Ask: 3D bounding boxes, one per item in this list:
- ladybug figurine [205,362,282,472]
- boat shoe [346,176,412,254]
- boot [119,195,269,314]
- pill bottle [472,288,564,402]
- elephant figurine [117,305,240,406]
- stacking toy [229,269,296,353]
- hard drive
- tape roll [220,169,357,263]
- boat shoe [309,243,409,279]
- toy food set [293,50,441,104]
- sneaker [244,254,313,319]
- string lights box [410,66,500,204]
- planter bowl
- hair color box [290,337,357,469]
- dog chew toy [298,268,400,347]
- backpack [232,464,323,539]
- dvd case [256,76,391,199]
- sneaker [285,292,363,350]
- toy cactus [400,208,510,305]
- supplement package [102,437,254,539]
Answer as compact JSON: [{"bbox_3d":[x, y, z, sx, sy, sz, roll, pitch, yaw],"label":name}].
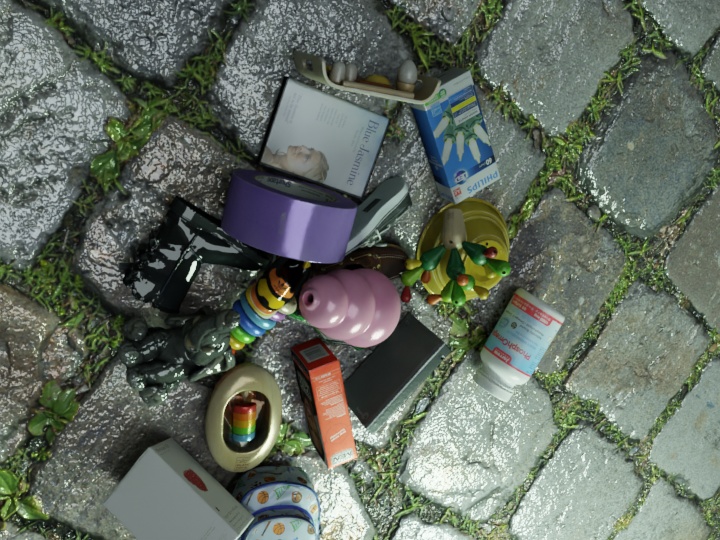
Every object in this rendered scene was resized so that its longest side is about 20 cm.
[{"bbox_3d":[-0.203,0.248,1.309,0.133,0.072,0.204,3,106,-25],"label":"ladybug figurine"},{"bbox_3d":[0.013,-0.072,1.291,0.200,0.073,0.069,-47,130,-25],"label":"boat shoe"},{"bbox_3d":[-0.260,-0.005,1.197,0.197,0.073,0.164,32,96,-31],"label":"boot"},{"bbox_3d":[0.301,0.146,1.481,0.108,0.109,0.202,27,95,-29],"label":"pill bottle"},{"bbox_3d":[-0.251,0.115,1.162,0.197,0.156,0.143,-22,122,2],"label":"elephant figurine"},{"bbox_3d":[-0.198,0.093,1.248,0.200,0.086,0.085,-42,120,13],"label":"stacking toy"},{"bbox_3d":[0.057,0.181,1.365,0.200,0.139,0.033,-47,120,-2],"label":"hard drive"},{"bbox_3d":[-0.108,-0.084,1.162,0.196,0.200,0.087,10,103,-26],"label":"tape roll"},{"bbox_3d":[0.000,0.000,1.314,0.196,0.070,0.072,-6,121,-23],"label":"boat shoe"},{"bbox_3d":[0.007,-0.305,1.169,0.196,0.143,0.062,5,107,-25],"label":"toy food set"},{"bbox_3d":[-0.100,-0.004,1.181,0.089,0.201,0.070,-34,103,33],"label":"sneaker"},{"bbox_3d":[0.161,-0.230,1.313,0.102,0.059,0.203,-30,118,-13],"label":"string lights box"},{"bbox_3d":[0.207,-0.023,1.394,0.196,0.083,0.205,-8,112,-21],"label":"planter bowl"},{"bbox_3d":[-0.064,0.234,1.351,0.060,0.101,0.204,-18,114,-18],"label":"hair color box"},{"bbox_3d":[-0.022,0.053,1.192,0.199,0.124,0.126,13,104,-55],"label":"dog chew toy"},{"bbox_3d":[-0.154,0.452,1.367,0.196,0.154,0.195,-1,98,-21],"label":"backpack"},{"bbox_3d":[-0.057,-0.211,1.245,0.197,0.018,0.145,16,100,-28],"label":"dvd case"},{"bbox_3d":[-0.061,0.092,1.318,0.197,0.079,0.086,21,127,-17],"label":"sneaker"},{"bbox_3d":[0.154,-0.024,1.307,0.102,0.197,0.169,20,64,-50],"label":"toy cactus"},{"bbox_3d":[-0.291,0.389,1.241,0.199,0.121,0.120,41,89,5],"label":"supplement package"}]
